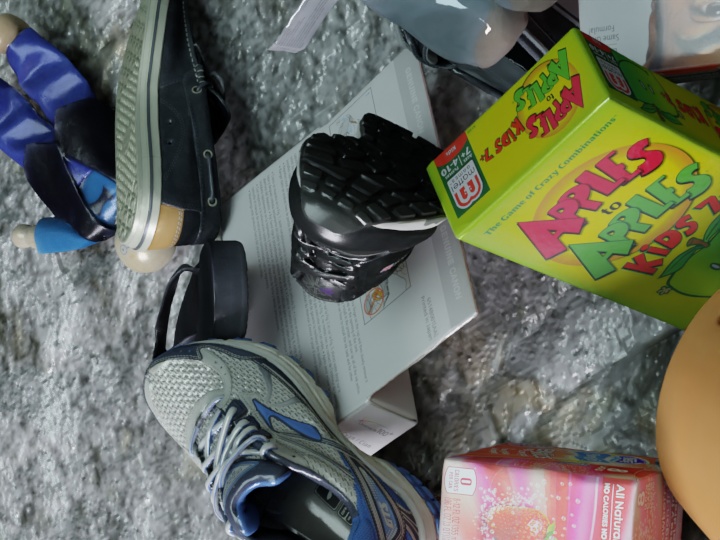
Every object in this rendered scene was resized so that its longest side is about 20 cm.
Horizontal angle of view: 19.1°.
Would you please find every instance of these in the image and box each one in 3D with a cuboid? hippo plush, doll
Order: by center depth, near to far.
[{"bbox_3d":[0.040,-0.206,1.109,0.200,0.159,0.161,-32,25,44],"label":"hippo plush"},{"bbox_3d":[-0.186,-0.070,1.375,0.200,0.048,0.137,45,104,22],"label":"doll"}]

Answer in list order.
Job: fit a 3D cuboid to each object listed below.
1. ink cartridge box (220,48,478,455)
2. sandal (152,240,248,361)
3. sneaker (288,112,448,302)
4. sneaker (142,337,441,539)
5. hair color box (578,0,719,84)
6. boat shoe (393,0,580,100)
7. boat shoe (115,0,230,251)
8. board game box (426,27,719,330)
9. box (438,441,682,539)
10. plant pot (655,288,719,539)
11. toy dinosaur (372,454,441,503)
[{"bbox_3d":[0.000,0.000,1.192,0.176,0.045,0.201,-37,45,30],"label":"ink cartridge box"},{"bbox_3d":[-0.098,0.026,1.243,0.200,0.042,0.077,117,149,-69],"label":"sandal"},{"bbox_3d":[0.000,-0.016,1.053,0.075,0.200,0.088,30,103,7],"label":"sneaker"},{"bbox_3d":[-0.046,0.099,1.101,0.199,0.085,0.078,33,111,28],"label":"sneaker"},{"bbox_3d":[0.165,-0.197,1.063,0.110,0.064,0.202,-5,89,31],"label":"hair color box"},{"bbox_3d":[0.049,-0.143,1.168,0.199,0.068,0.072,36,141,19],"label":"boat shoe"},{"bbox_3d":[-0.114,-0.098,1.308,0.075,0.062,0.201,123,149,-52],"label":"boat shoe"},{"bbox_3d":[0.138,-0.037,1.037,0.102,0.199,0.048,-42,50,26],"label":"board game box"},{"bbox_3d":[0.095,0.191,1.041,0.102,0.095,0.202,5,92,22],"label":"box"},{"bbox_3d":[0.232,0.079,0.984,0.140,0.199,0.202,28,104,52],"label":"plant pot"},{"bbox_3d":[0.024,0.175,1.198,0.135,0.102,0.201,-31,87,47],"label":"toy dinosaur"}]
